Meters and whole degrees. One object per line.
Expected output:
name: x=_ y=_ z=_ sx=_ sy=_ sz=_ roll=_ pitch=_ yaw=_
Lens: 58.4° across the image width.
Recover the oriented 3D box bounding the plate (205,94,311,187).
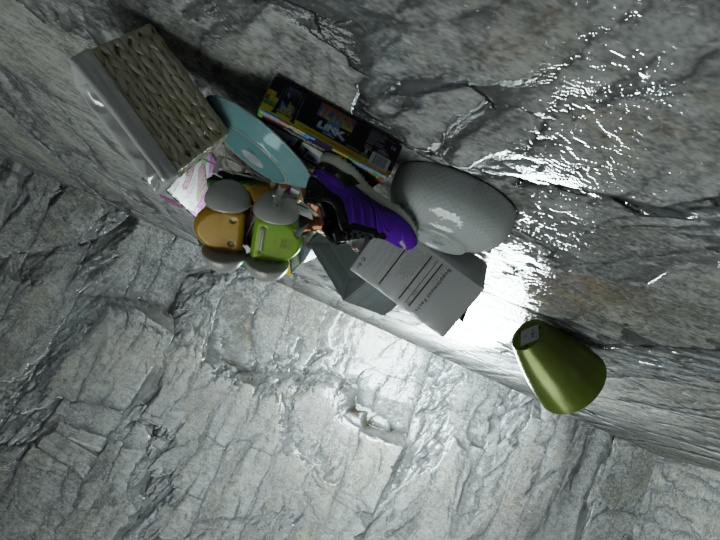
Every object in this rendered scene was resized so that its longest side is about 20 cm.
plate: x=-0.158 y=-0.183 z=0.968 sx=0.200 sy=0.026 sz=0.200 roll=34 pitch=168 yaw=8

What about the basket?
basket: x=-0.296 y=-0.229 z=0.917 sx=0.200 sy=0.123 sz=0.135 roll=54 pitch=162 yaw=-12

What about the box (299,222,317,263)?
box: x=-0.154 y=-0.085 z=1.482 sx=0.156 sy=0.041 sz=0.200 roll=31 pitch=-166 yaw=7

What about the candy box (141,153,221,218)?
candy box: x=-0.370 y=-0.205 z=1.362 sx=0.061 sy=0.137 sz=0.200 roll=21 pitch=170 yaw=10

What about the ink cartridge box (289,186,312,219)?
ink cartridge box: x=-0.072 y=-0.136 z=1.223 sx=0.116 sy=0.067 sz=0.200 roll=24 pitch=170 yaw=-5

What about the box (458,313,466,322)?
box: x=0.152 y=0.007 z=1.313 sx=0.132 sy=0.115 sz=0.200 roll=20 pitch=168 yaw=27

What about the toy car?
toy car: x=-0.202 y=-0.087 z=1.209 sx=0.199 sy=0.175 sz=0.150 roll=12 pitch=-149 yaw=-2

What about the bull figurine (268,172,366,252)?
bull figurine: x=-0.069 y=-0.109 z=1.088 sx=0.200 sy=0.121 sz=0.065 roll=60 pitch=-167 yaw=-5

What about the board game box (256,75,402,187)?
board game box: x=-0.057 y=-0.189 z=0.946 sx=0.200 sy=0.057 sz=0.165 roll=27 pitch=172 yaw=-13

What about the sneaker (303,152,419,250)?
sneaker: x=-0.005 y=-0.072 z=0.932 sx=0.200 sy=0.100 sz=0.069 roll=38 pitch=164 yaw=-27

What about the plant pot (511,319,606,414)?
plant pot: x=0.463 y=0.215 z=1.569 sx=0.200 sy=0.187 sz=0.187 roll=45 pitch=162 yaw=-23

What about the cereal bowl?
cereal bowl: x=0.132 y=-0.081 z=0.989 sx=0.200 sy=0.084 sz=0.200 roll=23 pitch=169 yaw=5

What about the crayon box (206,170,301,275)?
crayon box: x=-0.219 y=-0.099 z=1.343 sx=0.172 sy=0.058 sz=0.201 roll=9 pitch=123 yaw=22

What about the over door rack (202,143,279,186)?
over door rack: x=-0.236 y=-0.205 z=1.196 sx=0.147 sy=0.067 sz=0.200 roll=18 pitch=-171 yaw=33

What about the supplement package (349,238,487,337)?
supplement package: x=0.105 y=-0.006 z=1.117 sx=0.200 sy=0.120 sz=0.121 roll=36 pitch=-156 yaw=-1

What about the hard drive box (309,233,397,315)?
hard drive box: x=0.000 y=0.000 z=1.358 sx=0.156 sy=0.077 sz=0.200 roll=58 pitch=-165 yaw=25

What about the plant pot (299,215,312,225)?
plant pot: x=-0.121 y=-0.130 z=1.410 sx=0.200 sy=0.028 sz=0.200 roll=34 pitch=171 yaw=6
